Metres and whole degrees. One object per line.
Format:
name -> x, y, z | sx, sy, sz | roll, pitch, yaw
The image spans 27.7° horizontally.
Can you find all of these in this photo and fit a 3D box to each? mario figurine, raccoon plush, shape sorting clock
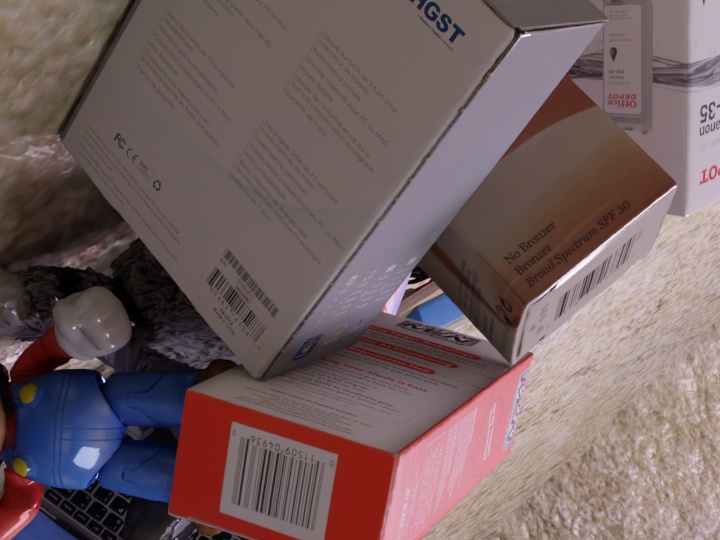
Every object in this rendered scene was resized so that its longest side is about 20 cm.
mario figurine -> -0.157, 0.081, 0.688 | 0.200, 0.124, 0.106 | 3, 146, 3
raccoon plush -> -0.094, -0.030, 0.764 | 0.200, 0.134, 0.097 | 11, 150, -28
shape sorting clock -> 0.068, 0.010, 0.935 | 0.200, 0.039, 0.200 | -28, 174, -3

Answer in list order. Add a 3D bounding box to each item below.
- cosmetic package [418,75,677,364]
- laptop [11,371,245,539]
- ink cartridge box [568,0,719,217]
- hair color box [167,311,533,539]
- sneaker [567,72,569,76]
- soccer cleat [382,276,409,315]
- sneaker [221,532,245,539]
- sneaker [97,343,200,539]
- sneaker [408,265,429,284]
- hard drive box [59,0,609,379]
cosmetic package -> 0.048, -0.066, 0.724 | 0.103, 0.200, 0.087 | -39, 162, -13
laptop -> -0.095, 0.142, 0.826 | 0.200, 0.187, 0.116 | -54, 180, -37
ink cartridge box -> 0.193, -0.145, 0.868 | 0.146, 0.083, 0.200 | -23, 116, -47
hair color box -> 0.003, 0.073, 0.686 | 0.200, 0.101, 0.061 | -22, 125, -65
sneaker -> 0.111, -0.121, 0.965 | 0.090, 0.070, 0.200 | -28, 163, 5
soccer cleat -> 0.000, 0.000, 0.826 | 0.068, 0.200, 0.073 | 23, 158, -33
sneaker -> -0.083, 0.198, 0.932 | 0.096, 0.079, 0.200 | 59, 42, -51
sneaker -> -0.120, 0.072, 0.817 | 0.200, 0.115, 0.075 | -63, 177, -52
sneaker -> 0.021, -0.021, 0.973 | 0.075, 0.081, 0.200 | -36, 162, 21
hard drive box -> -0.020, -0.079, 0.624 | 0.077, 0.156, 0.200 | -17, 151, -53
